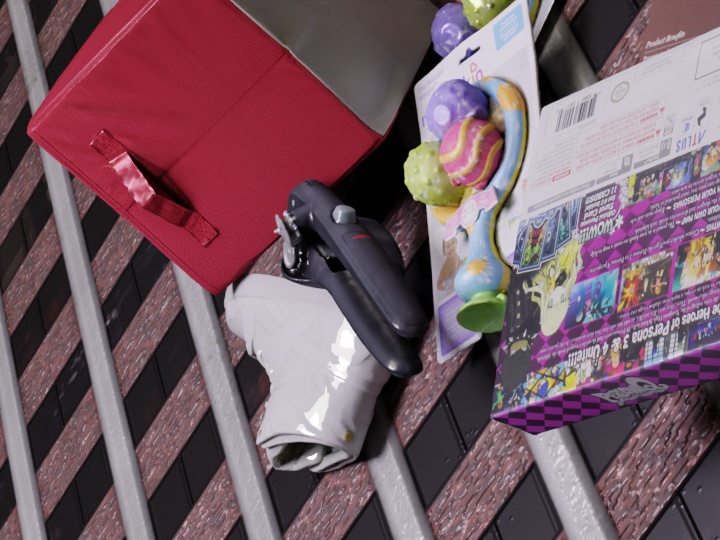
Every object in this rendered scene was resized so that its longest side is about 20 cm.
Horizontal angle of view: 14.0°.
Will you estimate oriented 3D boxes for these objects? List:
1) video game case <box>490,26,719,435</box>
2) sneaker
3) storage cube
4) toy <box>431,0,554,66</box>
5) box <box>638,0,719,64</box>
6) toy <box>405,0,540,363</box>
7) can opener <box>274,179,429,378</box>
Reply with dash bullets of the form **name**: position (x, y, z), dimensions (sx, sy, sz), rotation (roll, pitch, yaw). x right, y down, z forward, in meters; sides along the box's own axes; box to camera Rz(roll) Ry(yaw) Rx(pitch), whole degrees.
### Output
- **video game case**: position (0.146, -0.023, 1.472), dimensions (0.200, 0.036, 0.182), rotation (-23, 50, 54)
- **sneaker**: position (-0.048, 0.069, 1.893), dimensions (0.200, 0.073, 0.116), rotation (6, 73, 62)
- **storage cube**: position (-0.078, -0.128, 1.922), dimensions (0.180, 0.171, 0.200), rotation (-42, 13, 33)
- **toy**: position (0.084, -0.184, 1.863), dimensions (0.201, 0.047, 0.115), rotation (-62, 25, 11)
- **box**: position (0.190, -0.067, 1.542), dimensions (0.100, 0.075, 0.201), rotation (-13, 61, 60)
- **toy**: position (0.061, -0.059, 1.763), dimensions (0.115, 0.047, 0.201), rotation (-37, 50, 43)
- **can opener**: position (0.000, 0.000, 1.773), dimensions (0.200, 0.078, 0.064), rotation (-126, 29, -62)
